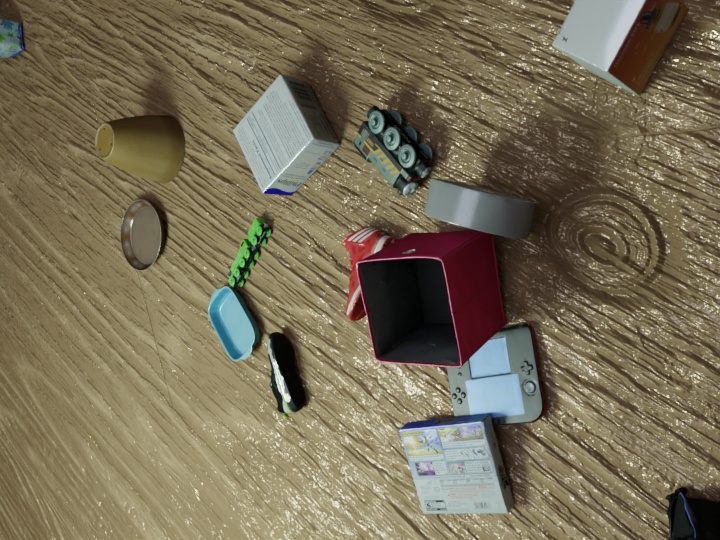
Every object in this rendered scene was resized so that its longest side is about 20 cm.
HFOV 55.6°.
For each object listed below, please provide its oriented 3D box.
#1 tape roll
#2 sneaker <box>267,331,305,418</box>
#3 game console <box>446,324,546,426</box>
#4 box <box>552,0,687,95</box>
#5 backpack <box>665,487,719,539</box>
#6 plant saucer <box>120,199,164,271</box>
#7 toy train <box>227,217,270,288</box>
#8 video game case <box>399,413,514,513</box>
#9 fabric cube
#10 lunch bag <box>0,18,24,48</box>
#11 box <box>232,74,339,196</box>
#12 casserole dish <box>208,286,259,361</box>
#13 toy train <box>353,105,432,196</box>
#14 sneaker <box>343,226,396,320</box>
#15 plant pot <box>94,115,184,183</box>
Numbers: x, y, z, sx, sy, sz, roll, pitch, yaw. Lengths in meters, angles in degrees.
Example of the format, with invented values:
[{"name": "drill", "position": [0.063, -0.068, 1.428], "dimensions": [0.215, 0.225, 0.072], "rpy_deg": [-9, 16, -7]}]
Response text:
[{"name": "tape roll", "position": [0.217, -0.115, 1.244], "dimensions": [0.197, 0.198, 0.068], "rpy_deg": [20, 103, 34]}, {"name": "sneaker", "position": [-0.200, 0.254, 1.651], "dimensions": [0.082, 0.071, 0.206], "rpy_deg": [-23, 78, 36]}, {"name": "game console", "position": [0.258, 0.209, 1.328], "dimensions": [0.196, 0.031, 0.182], "rpy_deg": [-14, 83, 36]}, {"name": "box", "position": [0.416, -0.387, 1.085], "dimensions": [0.106, 0.198, 0.155], "rpy_deg": [38, 113, 29]}, {"name": "backpack", "position": [0.530, 0.469, 1.047], "dimensions": [0.150, 0.199, 0.196], "rpy_deg": [15, 104, 21]}, {"name": "plant saucer", "position": [-0.630, -0.102, 1.990], "dimensions": [0.196, 0.034, 0.207], "rpy_deg": [1, 92, 38]}, {"name": "toy train", "position": [-0.287, -0.044, 1.729], "dimensions": [0.057, 0.041, 0.202], "rpy_deg": [50, 119, 35]}, {"name": "video game case", "position": [0.189, 0.387, 1.357], "dimensions": [0.196, 0.045, 0.186], "rpy_deg": [-14, 95, 36]}, {"name": "fabric cube", "position": [0.137, 0.044, 1.281], "dimensions": [0.192, 0.198, 0.206], "rpy_deg": [-2, 107, 39]}, {"name": "lunch bag", "position": [-1.308, -0.816, 2.399], "dimensions": [0.196, 0.168, 0.132], "rpy_deg": [-8, 87, 38]}, {"name": "box", "position": [-0.175, -0.310, 1.595], "dimensions": [0.199, 0.104, 0.187], "rpy_deg": [-39, 70, 30]}, {"name": "casserole dish", "position": [-0.323, 0.136, 1.761], "dimensions": [0.121, 0.038, 0.202], "rpy_deg": [-46, 64, 29]}, {"name": "toy train", "position": [0.068, -0.250, 1.432], "dimensions": [0.201, 0.084, 0.115], "rpy_deg": [51, 131, 22]}, {"name": "sneaker", "position": [0.000, 0.000, 1.502], "dimensions": [0.115, 0.078, 0.204], "rpy_deg": [34, 99, 40]}, {"name": "plant pot", "position": [-0.617, -0.343, 1.871], "dimensions": [0.182, 0.198, 0.193], "rpy_deg": [1, 92, 37]}]
